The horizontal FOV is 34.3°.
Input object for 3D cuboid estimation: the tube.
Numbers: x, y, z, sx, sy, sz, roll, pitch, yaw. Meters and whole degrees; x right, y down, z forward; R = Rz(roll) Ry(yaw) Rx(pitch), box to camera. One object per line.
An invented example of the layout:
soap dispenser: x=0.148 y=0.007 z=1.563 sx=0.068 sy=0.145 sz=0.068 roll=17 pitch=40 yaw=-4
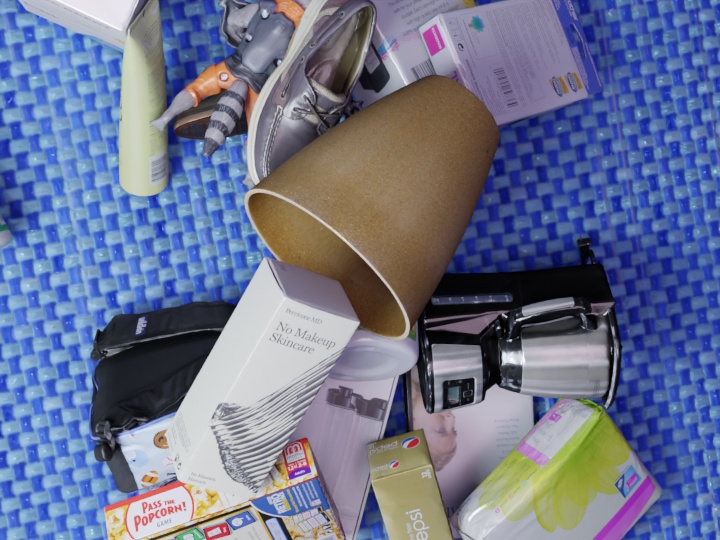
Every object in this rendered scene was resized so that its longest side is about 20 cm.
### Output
tube: x=-0.211 y=-0.166 z=1.134 sx=0.052 sy=0.058 sz=0.201 roll=-17 pitch=138 yaw=-26

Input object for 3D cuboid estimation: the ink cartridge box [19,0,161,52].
ink cartridge box: x=-0.251 y=-0.296 z=1.105 sx=0.128 sy=0.200 sz=0.126 roll=23 pitch=89 yaw=-8

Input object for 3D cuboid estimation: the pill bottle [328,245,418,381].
pill bottle: x=0.000 y=0.000 z=1.171 sx=0.110 sy=0.111 sz=0.201 roll=3 pitch=65 yaw=-8

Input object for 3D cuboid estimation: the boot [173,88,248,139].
boot: x=-0.107 y=-0.204 z=1.206 sx=0.199 sy=0.075 sz=0.098 roll=-18 pitch=77 yaw=-7

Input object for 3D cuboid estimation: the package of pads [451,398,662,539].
package of pads: x=0.206 y=0.245 z=1.227 sx=0.200 sy=0.068 sz=0.155 roll=-45 pitch=118 yaw=-11

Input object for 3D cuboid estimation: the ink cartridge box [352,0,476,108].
ink cartridge box: x=0.050 y=-0.235 z=1.182 sx=0.145 sy=0.083 sz=0.201 roll=-34 pitch=97 yaw=-37

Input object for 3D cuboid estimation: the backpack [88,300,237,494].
backpack: x=-0.158 y=0.127 z=1.142 sx=0.190 sy=0.200 sz=0.155 roll=-25 pitch=122 yaw=1

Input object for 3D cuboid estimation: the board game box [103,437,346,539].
board game box: x=-0.124 y=0.246 z=1.115 sx=0.199 sy=0.152 sz=0.046 roll=-19 pitch=51 yaw=-3

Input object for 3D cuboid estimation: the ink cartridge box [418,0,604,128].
ink cartridge box: x=0.157 y=-0.211 z=1.176 sx=0.199 sy=0.042 sz=0.120 roll=-21 pitch=89 yaw=-37

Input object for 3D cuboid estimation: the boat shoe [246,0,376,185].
boat shoe: x=-0.043 y=-0.163 z=1.067 sx=0.072 sy=0.065 sz=0.201 roll=25 pitch=89 yaw=-34

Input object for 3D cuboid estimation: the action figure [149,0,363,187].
action figure: x=-0.077 y=-0.176 z=1.116 sx=0.199 sy=0.105 sz=0.194 roll=32 pitch=90 yaw=0

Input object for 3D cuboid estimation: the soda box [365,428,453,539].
soda box: x=0.061 y=0.267 z=1.199 sx=0.064 sy=0.068 sz=0.201 roll=-16 pitch=116 yaw=2

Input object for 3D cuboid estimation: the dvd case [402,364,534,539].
dvd case: x=0.120 y=0.194 z=1.267 sx=0.142 sy=0.018 sz=0.202 roll=-4 pitch=93 yaw=-9

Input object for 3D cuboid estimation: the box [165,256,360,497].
box: x=-0.087 y=0.094 z=1.003 sx=0.082 sy=0.068 sz=0.201 roll=18 pitch=114 yaw=-29

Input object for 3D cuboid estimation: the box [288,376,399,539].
box: x=-0.039 y=0.176 z=1.222 sx=0.116 sy=0.060 sz=0.201 roll=16 pitch=89 yaw=-8

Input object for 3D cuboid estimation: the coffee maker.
coffee maker: x=0.154 y=0.059 z=1.209 sx=0.198 sy=0.192 sz=0.136 roll=-2 pitch=115 yaw=1

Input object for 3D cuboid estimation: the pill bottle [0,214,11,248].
pill bottle: x=-0.434 y=-0.091 z=1.130 sx=0.113 sy=0.113 sz=0.201 roll=-29 pitch=95 yaw=-6

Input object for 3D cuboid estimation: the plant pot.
plant pot: x=0.030 y=-0.073 z=1.044 sx=0.186 sy=0.186 sz=0.200 roll=44 pitch=71 yaw=-7
